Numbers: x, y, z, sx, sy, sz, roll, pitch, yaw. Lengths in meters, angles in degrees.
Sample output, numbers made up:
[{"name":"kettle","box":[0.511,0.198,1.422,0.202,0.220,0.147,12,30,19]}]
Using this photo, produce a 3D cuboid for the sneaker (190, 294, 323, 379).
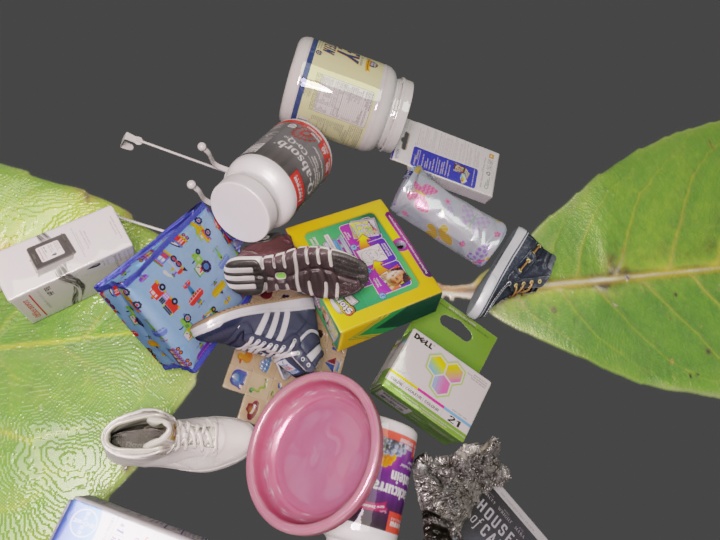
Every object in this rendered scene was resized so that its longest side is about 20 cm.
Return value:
[{"name":"sneaker","box":[-0.128,0.100,0.786,0.199,0.070,0.110,-8,80,-47]}]

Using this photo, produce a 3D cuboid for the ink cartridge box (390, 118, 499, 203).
[{"name":"ink cartridge box","box":[0.150,-0.198,1.046,0.197,0.037,0.096,20,67,-11]}]

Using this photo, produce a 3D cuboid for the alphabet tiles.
[{"name":"alphabet tiles","box":[-0.103,0.131,0.852,0.166,0.008,0.203,24,66,-20]}]

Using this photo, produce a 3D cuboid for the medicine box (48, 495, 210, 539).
[{"name":"medicine box","box":[-0.276,0.387,0.676,0.198,0.103,0.184,23,66,-5]}]

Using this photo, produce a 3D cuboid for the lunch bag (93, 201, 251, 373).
[{"name":"lunch bag","box":[-0.228,0.014,0.805,0.200,0.093,0.152,-51,121,-35]}]

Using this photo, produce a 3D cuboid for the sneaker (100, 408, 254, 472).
[{"name":"sneaker","box":[-0.226,0.218,0.745,0.197,0.116,0.075,1,68,-17]}]

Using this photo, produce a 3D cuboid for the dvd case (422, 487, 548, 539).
[{"name":"dvd case","box":[0.167,0.413,0.833,0.200,0.025,0.151,-40,85,-24]}]

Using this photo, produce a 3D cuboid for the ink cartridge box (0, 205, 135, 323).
[{"name":"ink cartridge box","box":[-0.405,0.002,0.775,0.198,0.116,0.067,-29,81,-22]}]

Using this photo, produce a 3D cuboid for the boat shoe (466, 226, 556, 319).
[{"name":"boat shoe","box":[0.258,0.019,0.975,0.090,0.071,0.201,36,63,4]}]

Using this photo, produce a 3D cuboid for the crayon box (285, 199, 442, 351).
[{"name":"crayon box","box":[0.000,0.000,0.892,0.171,0.059,0.201,-20,59,-19]}]

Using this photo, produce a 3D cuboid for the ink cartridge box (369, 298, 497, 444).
[{"name":"ink cartridge box","box":[0.127,0.137,0.894,0.147,0.076,0.201,34,67,-1]}]

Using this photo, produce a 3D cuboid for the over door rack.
[{"name":"over door rack","box":[-0.282,-0.123,0.881,0.197,0.067,0.150,13,67,-11]}]

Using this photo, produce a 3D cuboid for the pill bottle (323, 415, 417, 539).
[{"name":"pill bottle","box":[0.005,0.303,0.779,0.110,0.112,0.202,18,67,-8]}]

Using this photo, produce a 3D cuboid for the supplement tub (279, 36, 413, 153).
[{"name":"supplement tub","box":[-0.024,-0.286,0.970,0.197,0.145,0.147,16,67,-9]}]

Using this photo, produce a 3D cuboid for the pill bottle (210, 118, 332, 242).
[{"name":"pill bottle","box":[-0.129,-0.135,0.868,0.115,0.116,0.201,33,43,-2]}]

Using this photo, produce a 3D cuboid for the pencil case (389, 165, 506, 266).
[{"name":"pencil case","box":[0.147,-0.091,0.980,0.199,0.083,0.091,34,57,-1]}]

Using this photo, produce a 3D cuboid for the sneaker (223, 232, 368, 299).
[{"name":"sneaker","box":[-0.085,-0.021,0.822,0.197,0.077,0.116,2,29,2]}]

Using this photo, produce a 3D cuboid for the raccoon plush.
[{"name":"raccoon plush","box":[0.149,0.316,0.783,0.132,0.098,0.201,-16,34,5]}]

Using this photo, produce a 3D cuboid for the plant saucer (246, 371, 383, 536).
[{"name":"plant saucer","box":[-0.055,0.234,0.752,0.198,0.051,0.203,-16,54,24]}]
